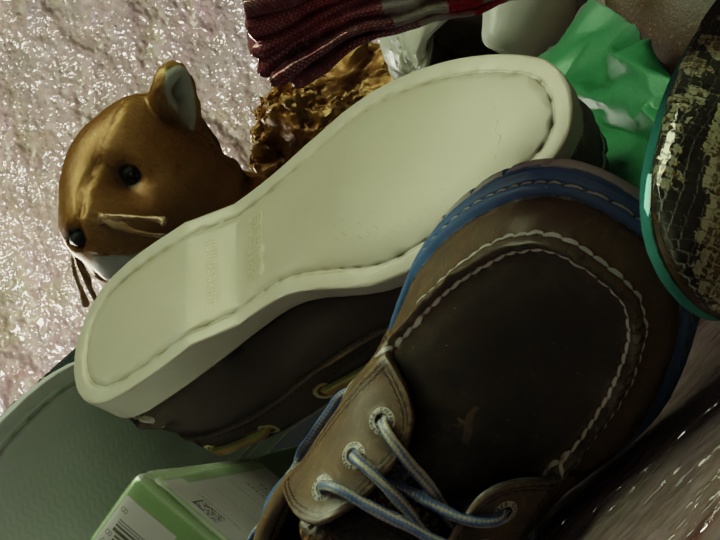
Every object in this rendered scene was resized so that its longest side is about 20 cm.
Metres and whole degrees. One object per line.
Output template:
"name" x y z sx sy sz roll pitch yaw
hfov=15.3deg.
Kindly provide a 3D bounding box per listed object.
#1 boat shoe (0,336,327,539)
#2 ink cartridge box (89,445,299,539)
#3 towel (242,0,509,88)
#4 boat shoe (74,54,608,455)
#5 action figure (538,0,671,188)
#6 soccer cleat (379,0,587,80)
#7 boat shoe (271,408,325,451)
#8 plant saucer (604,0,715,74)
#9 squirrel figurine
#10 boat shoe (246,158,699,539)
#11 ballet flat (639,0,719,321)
"boat shoe" -0.070 0.048 0.913 0.200 0.076 0.060 -29 14 -37
"ink cartridge box" -0.062 0.126 0.855 0.146 0.048 0.200 -55 -15 9
"towel" 0.070 -0.084 0.656 0.200 0.023 0.144 -13 11 2
"boat shoe" 0.000 0.000 0.815 0.200 0.060 0.072 -30 43 32
"action figure" 0.079 -0.026 0.811 0.118 0.055 0.200 -62 15 -1
"soccer cleat" 0.040 -0.086 1.017 0.078 0.069 0.200 -65 5 -17
"boat shoe" -0.055 0.097 1.081 0.199 0.074 0.068 -56 17 1
"plant saucer" 0.151 -0.142 0.880 0.200 0.037 0.200 -35 29 23
"squirrel figurine" -0.035 -0.017 1.184 0.200 0.187 0.142 -49 3 -31
"boat shoe" 0.021 0.052 0.675 0.072 0.072 0.200 -56 -2 -41
"ballet flat" 0.126 -0.056 0.637 0.075 0.068 0.200 -25 13 33
